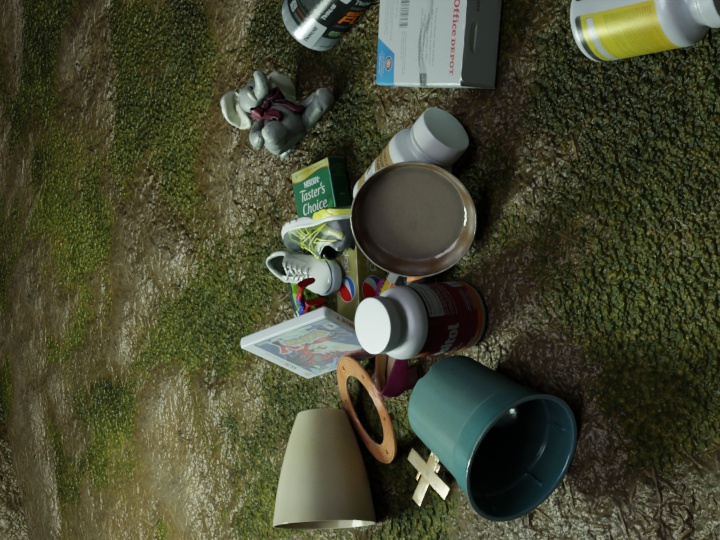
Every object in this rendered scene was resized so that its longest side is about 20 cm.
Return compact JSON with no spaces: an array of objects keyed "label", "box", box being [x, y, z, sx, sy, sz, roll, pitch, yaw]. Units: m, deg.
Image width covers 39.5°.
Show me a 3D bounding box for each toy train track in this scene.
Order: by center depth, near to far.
[{"label":"toy train track","box":[0.138,0.300,1.662,0.115,0.032,0.202,42,118,49]}]

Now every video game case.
[{"label":"video game case","box":[-0.078,0.131,1.760,0.199,0.182,0.023,-22,54,33]}]

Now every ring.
[{"label":"ring","box":[0.014,0.242,1.760,0.201,0.019,0.202,51,153,38]}]

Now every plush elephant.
[{"label":"plush elephant","box":[-0.167,-0.306,1.876,0.155,0.164,0.200,51,159,2]}]

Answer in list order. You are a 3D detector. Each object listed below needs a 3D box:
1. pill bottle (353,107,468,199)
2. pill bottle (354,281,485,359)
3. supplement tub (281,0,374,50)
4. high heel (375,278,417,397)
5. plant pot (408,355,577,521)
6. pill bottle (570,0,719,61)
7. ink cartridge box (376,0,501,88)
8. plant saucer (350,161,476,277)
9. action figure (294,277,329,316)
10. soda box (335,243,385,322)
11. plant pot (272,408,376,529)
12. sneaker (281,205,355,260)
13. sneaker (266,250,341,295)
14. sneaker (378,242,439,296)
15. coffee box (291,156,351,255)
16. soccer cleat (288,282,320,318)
[{"label":"pill bottle","box":[0.083,-0.163,1.623,0.200,0.114,0.115,-48,58,40]},{"label":"pill bottle","box":[0.092,0.078,1.564,0.112,0.198,0.114,6,98,50]},{"label":"supplement tub","box":[-0.041,-0.487,1.741,0.200,0.122,0.124,-38,64,45]},{"label":"high heel","box":[0.046,0.112,1.697,0.067,0.096,0.202,-21,79,33]},{"label":"plant pot","box":[0.181,0.232,1.489,0.196,0.198,0.202,34,119,52]},{"label":"pill bottle","box":[0.372,-0.332,1.263,0.199,0.111,0.113,1,94,50]},{"label":"ink cartridge box","box":[0.121,-0.363,1.584,0.199,0.083,0.147,13,103,49]},{"label":"plant saucer","box":[0.084,-0.083,1.576,0.032,0.198,0.202,-78,10,-61]},{"label":"action figure","box":[-0.073,0.084,1.787,0.201,0.098,0.066,108,143,-55]},{"label":"soda box","box":[0.000,0.000,1.772,0.064,0.067,0.203,-3,90,51]},{"label":"plant pot","box":[-0.069,0.359,1.818,0.187,0.186,0.202,-25,62,48]},{"label":"sneaker","box":[-0.076,-0.054,1.750,0.199,0.074,0.086,-21,74,56]},{"label":"sneaker","box":[-0.105,0.005,1.814,0.199,0.070,0.074,12,104,57]},{"label":"sneaker","box":[0.103,-0.009,1.662,0.089,0.070,0.202,28,106,10]},{"label":"coffee box","box":[-0.066,-0.099,1.862,0.122,0.044,0.202,-15,82,50]},{"label":"soccer cleat","box":[-0.104,0.100,1.909,0.081,0.067,0.202,-32,71,47]}]
